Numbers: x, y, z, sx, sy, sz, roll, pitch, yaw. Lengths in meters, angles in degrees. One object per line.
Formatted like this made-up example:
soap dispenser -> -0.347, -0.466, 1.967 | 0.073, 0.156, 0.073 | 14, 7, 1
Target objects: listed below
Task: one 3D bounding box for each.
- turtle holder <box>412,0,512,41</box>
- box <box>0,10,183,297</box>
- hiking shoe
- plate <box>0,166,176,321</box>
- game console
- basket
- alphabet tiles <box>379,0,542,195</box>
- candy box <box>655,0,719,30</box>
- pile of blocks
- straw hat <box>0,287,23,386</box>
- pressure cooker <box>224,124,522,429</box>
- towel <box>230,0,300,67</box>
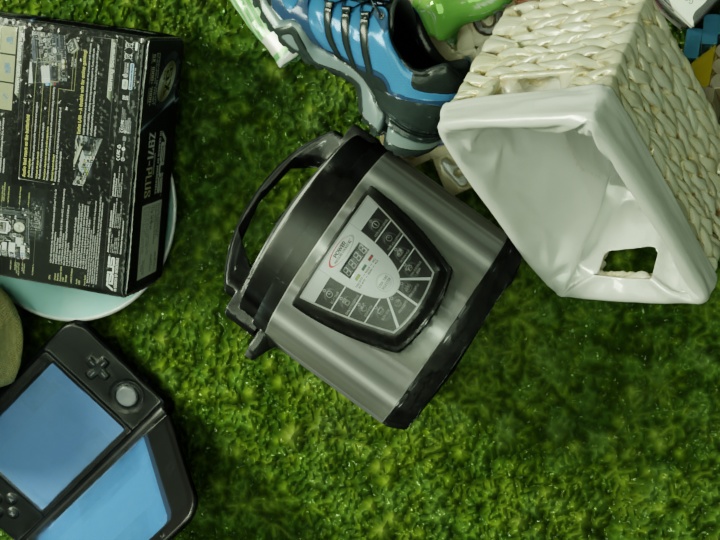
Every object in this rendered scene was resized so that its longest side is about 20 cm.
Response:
turtle holder -> 0.068, -0.281, 0.937 | 0.129, 0.142, 0.187 | -3, 133, 8
box -> -0.237, -0.095, 1.022 | 0.161, 0.086, 0.204 | 8, 101, 10
hiking shoe -> 0.003, -0.180, 0.947 | 0.200, 0.074, 0.087 | 44, 128, 8
plate -> -0.246, -0.058, 1.089 | 0.197, 0.026, 0.204 | 2, 100, 11
game console -> -0.251, 0.178, 1.081 | 0.200, 0.117, 0.176 | -43, 102, 14
basket -> 0.167, -0.084, 0.895 | 0.134, 0.125, 0.200 | 3, 146, 42
alphabet tiles -> 0.076, -0.169, 1.015 | 0.164, 0.006, 0.203 | -22, 95, 14
candy box -> 0.266, -0.262, 0.877 | 0.071, 0.168, 0.200 | 42, 105, 1
pile of blocks -> 0.297, -0.171, 0.949 | 0.198, 0.062, 0.083 | -32, 68, 14
straw hat -> -0.328, 0.055, 1.082 | 0.084, 0.200, 0.205 | -10, 100, -25
pressure cooker -> -0.001, 0.001, 0.975 | 0.199, 0.176, 0.179 | 36, 131, 4
towel -> -0.064, -0.282, 1.010 | 0.152, 0.023, 0.201 | -35, 90, 16
